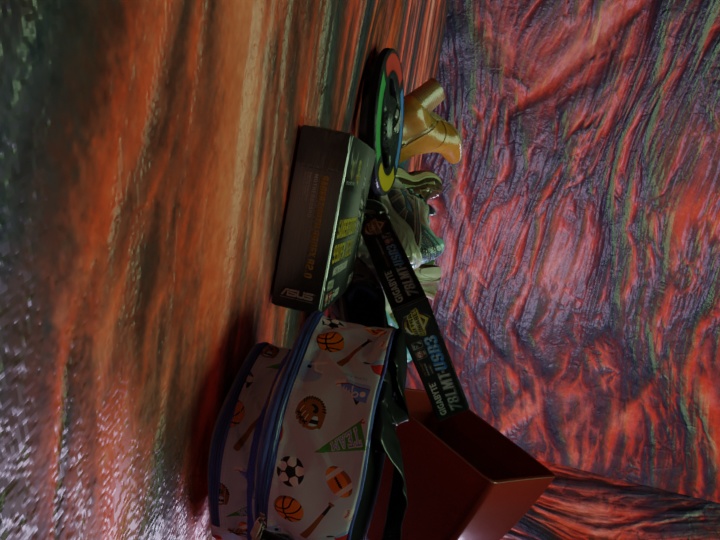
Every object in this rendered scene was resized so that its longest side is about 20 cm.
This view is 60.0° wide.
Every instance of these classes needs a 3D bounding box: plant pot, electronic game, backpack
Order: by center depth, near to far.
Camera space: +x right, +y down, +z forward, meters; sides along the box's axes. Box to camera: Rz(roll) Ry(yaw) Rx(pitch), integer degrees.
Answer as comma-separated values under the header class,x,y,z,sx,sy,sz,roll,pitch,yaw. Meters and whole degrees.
class,x,y,z,sx,sy,sz,roll,pitch,yaw
backpack,-0.032,0.130,0.487,0.201,0.152,0.192,-80,-174,-53
plant pot,0.099,0.286,0.822,0.199,0.199,0.178,18,102,-50
electronic game,0.037,-0.207,0.882,0.200,0.041,0.203,6,90,-77

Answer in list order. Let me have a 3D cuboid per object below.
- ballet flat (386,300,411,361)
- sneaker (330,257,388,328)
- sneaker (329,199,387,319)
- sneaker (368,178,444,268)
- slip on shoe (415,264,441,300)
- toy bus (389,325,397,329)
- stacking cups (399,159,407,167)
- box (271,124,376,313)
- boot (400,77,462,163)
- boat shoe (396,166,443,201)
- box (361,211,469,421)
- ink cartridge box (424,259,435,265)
class,x,y,z,sx,sy,sz,roll,pitch,yaw
ballet flat,0.045,0.072,1.015,0.200,0.070,0.067,51,1,-36
sneaker,0.002,0.038,0.774,0.201,0.076,0.086,-108,-168,-45
sneaker,0.000,0.000,0.926,0.081,0.074,0.203,115,-12,-78
sneaker,0.066,-0.091,0.976,0.078,0.085,0.202,106,-34,-60
slip on shoe,0.059,0.020,1.047,0.198,0.075,0.062,0,96,-44
toy bus,-0.009,0.128,0.810,0.200,0.064,0.079,-43,147,-45
stacking cups,0.063,-0.194,1.151,0.061,0.060,0.202,-68,167,-58
box,-0.030,-0.053,0.632,0.200,0.048,0.161,-40,141,-81
boot,0.096,-0.219,1.076,0.144,0.071,0.202,-42,143,-7
boat shoe,0.089,-0.131,1.105,0.201,0.074,0.076,-5,71,-52
box,0.067,0.055,0.806,0.199,0.049,0.201,-111,177,-54
ink cartridge box,0.069,0.035,1.136,0.059,0.102,0.203,133,-29,-69
